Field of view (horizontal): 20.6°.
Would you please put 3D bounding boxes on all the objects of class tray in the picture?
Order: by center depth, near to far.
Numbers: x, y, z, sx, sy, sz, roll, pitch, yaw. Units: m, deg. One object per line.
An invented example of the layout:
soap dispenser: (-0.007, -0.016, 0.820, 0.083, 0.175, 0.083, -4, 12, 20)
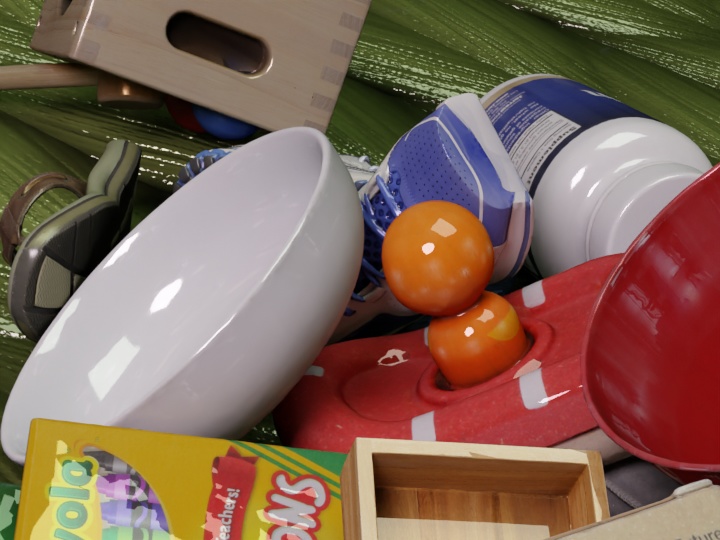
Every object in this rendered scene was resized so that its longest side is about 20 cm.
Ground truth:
tray: (0.048, 0.159, 0.715, 0.098, 0.037, 0.201, 4, 56, -12)

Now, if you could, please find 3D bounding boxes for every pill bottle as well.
pill bottle: (0.133, -0.038, 1.102, 0.111, 0.111, 0.200, 2, 16, -19)

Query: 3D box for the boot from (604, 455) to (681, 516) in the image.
boot: (0.193, 0.155, 0.843, 0.182, 0.073, 0.200, 42, -9, -21)

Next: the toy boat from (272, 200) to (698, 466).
toy boat: (0.049, 0.029, 0.899, 0.200, 0.131, 0.131, -23, 19, 13)

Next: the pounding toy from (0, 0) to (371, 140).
pounding toy: (-0.129, -0.140, 1.192, 0.199, 0.143, 0.184, 18, 2, -19)

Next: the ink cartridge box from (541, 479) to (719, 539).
ink cartridge box: (0.062, 0.178, 0.638, 0.199, 0.075, 0.165, -14, 61, -22)

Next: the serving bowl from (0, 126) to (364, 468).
serving bowl: (-0.069, 0.028, 0.894, 0.066, 0.200, 0.200, 45, 18, -21)

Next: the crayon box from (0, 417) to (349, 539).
crayon box: (-0.070, 0.127, 0.773, 0.199, 0.051, 0.127, 7, 46, -9)

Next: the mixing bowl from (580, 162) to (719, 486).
mixing bowl: (0.199, 0.036, 0.782, 0.200, 0.108, 0.200, -29, 29, 18)

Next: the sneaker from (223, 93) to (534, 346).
sneaker: (0.000, 0.000, 0.978, 0.115, 0.199, 0.081, -22, 75, -28)

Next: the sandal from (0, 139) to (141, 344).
sandal: (-0.157, -0.018, 1.029, 0.057, 0.080, 0.201, 16, 18, -2)

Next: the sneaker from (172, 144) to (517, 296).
sneaker: (-0.001, -0.035, 1.125, 0.199, 0.077, 0.085, 19, 24, 13)
